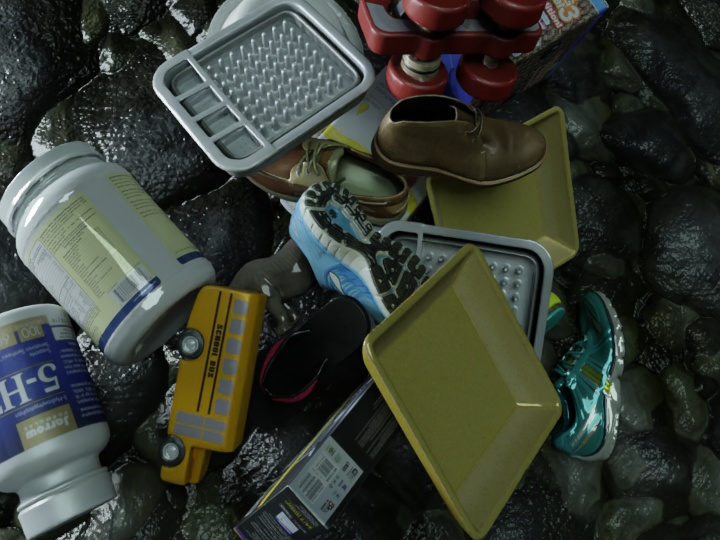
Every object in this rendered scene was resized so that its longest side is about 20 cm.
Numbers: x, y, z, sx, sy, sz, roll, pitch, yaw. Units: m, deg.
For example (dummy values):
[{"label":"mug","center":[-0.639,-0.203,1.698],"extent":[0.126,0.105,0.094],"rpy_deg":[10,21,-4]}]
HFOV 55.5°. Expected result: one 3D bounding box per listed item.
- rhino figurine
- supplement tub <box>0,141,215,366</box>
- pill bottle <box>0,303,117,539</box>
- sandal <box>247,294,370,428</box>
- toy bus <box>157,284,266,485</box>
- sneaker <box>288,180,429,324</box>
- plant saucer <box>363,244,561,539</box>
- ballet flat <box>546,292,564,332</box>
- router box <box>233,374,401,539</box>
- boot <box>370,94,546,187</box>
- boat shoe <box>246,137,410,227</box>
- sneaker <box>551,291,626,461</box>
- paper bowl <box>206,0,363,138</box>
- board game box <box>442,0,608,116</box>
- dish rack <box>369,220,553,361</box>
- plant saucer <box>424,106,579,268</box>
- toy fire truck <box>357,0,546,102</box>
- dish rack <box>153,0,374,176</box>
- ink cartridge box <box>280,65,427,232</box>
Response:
[{"label":"rhino figurine","center":[-0.098,0.025,0.786],"extent":[0.196,0.060,0.089],"rpy_deg":[-29,93,-2]},{"label":"supplement tub","center":[-0.265,-0.019,0.724],"extent":[0.145,0.145,0.200],"rpy_deg":[-43,86,-17]},{"label":"pill bottle","center":[-0.321,0.150,0.686],"extent":[0.117,0.120,0.205],"rpy_deg":[-23,81,-15]},{"label":"sandal","center":[-0.069,0.100,0.724],"extent":[0.076,0.200,0.045],"rpy_deg":[49,29,7]},{"label":"toy bus","center":[-0.156,0.120,0.725],"extent":[0.076,0.065,0.207],"rpy_deg":[10,89,3]},{"label":"sneaker","center":[0.000,0.000,0.731],"extent":[0.201,0.089,0.078],"rpy_deg":[50,52,-7]},{"label":"plant saucer","center":[0.094,0.107,0.654],"extent":[0.199,0.048,0.204],"rpy_deg":[-36,99,-42]},{"label":"ballet flat","center":[0.158,0.088,0.822],"extent":[0.199,0.067,0.067],"rpy_deg":[-40,64,-13]},{"label":"router box","center":[-0.024,0.181,0.678],"extent":[0.052,0.158,0.200],"rpy_deg":[43,49,3]},{"label":"boot","center":[0.113,-0.137,0.708],"extent":[0.193,0.076,0.076],"rpy_deg":[0,65,-13]},{"label":"boat shoe","center":[-0.036,-0.111,0.739],"extent":[0.194,0.074,0.078],"rpy_deg":[16,74,-4]},{"label":"sneaker","center":[0.271,0.122,0.826],"extent":[0.077,0.078,0.207],"rpy_deg":[8,75,1]},{"label":"paper bowl","center":[-0.091,-0.260,0.839],"extent":[0.194,0.105,0.208],"rpy_deg":[3,74,-10]},{"label":"board game box","center":[0.179,-0.282,0.863],"extent":[0.197,0.160,0.098],"rpy_deg":[-33,84,-16]},{"label":"dish rack","center":[0.106,0.041,0.757],"extent":[0.194,0.043,0.178],"rpy_deg":[9,100,15]},{"label":"plant saucer","center":[0.166,-0.070,0.826],"extent":[0.196,0.048,0.205],"rpy_deg":[-27,121,-16]},{"label":"toy fire truck","center":[0.089,-0.273,0.714],"extent":[0.194,0.114,0.171],"rpy_deg":[-6,54,-15]},{"label":"dish rack","center":[-0.099,-0.191,0.724],"extent":[0.198,0.044,0.172],"rpy_deg":[-37,66,-16]},{"label":"ink cartridge box","center":[0.017,-0.119,0.832],"extent":[0.145,0.084,0.201],"rpy_deg":[41,73,2]}]
